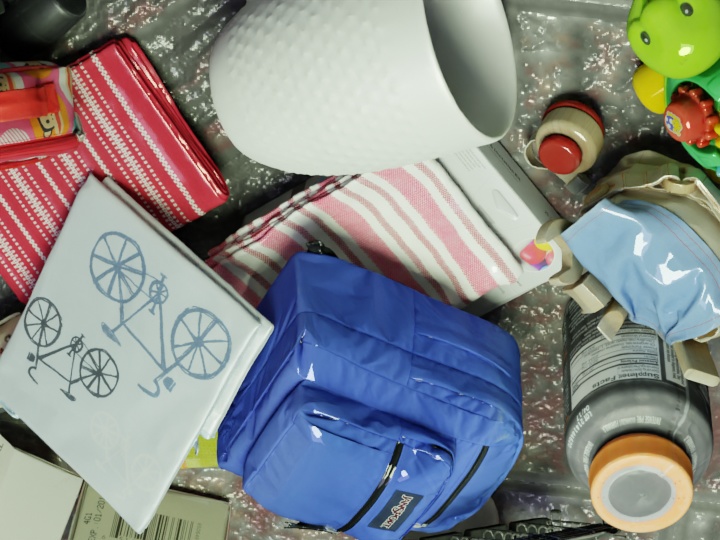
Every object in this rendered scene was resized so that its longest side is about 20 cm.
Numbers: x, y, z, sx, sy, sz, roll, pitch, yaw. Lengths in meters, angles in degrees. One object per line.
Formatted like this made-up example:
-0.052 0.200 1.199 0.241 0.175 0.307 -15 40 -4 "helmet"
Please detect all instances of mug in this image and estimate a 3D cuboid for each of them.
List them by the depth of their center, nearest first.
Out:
-0.011 -0.162 1.439 0.174 0.148 0.201 -13 94 25 "mug"

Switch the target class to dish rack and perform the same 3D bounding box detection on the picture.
0.101 0.210 1.566 0.152 0.200 0.055 -9 87 -16 "dish rack"

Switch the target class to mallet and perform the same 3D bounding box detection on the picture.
-0.281 -0.224 1.484 0.200 0.041 0.066 40 124 -15 "mallet"

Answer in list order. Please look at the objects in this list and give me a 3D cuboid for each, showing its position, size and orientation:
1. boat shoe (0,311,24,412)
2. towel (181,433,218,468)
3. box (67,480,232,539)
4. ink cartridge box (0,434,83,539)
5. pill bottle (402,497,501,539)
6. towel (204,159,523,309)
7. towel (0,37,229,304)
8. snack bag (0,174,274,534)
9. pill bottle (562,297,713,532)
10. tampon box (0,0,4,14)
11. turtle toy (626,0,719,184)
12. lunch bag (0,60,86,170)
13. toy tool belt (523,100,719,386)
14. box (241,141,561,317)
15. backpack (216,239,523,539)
-0.255 0.064 1.650 0.199 0.062 0.072 -25 85 36 "boat shoe"
-0.120 0.124 1.731 0.199 0.018 0.086 -4 127 10 "towel"
-0.188 0.283 1.795 0.127 0.109 0.201 12 130 -4 "box"
-0.313 0.217 1.714 0.125 0.129 0.200 24 150 -12 "ink cartridge box"
0.075 0.275 1.757 0.113 0.114 0.201 -8 125 13 "pill bottle"
0.000 0.000 1.564 0.199 0.030 0.146 -30 119 26 "towel"
-0.208 -0.070 1.580 0.199 0.023 0.145 -26 108 25 "towel"
-0.170 0.064 1.555 0.188 0.021 0.201 39 112 24 "snack bag"
0.197 0.096 1.550 0.105 0.200 0.107 2 126 3 "pill bottle"
-0.356 -0.187 1.381 0.149 0.200 0.127 -5 109 31 "tampon box"
0.252 -0.126 1.441 0.145 0.101 0.200 -35 116 28 "turtle toy"
-0.285 -0.102 1.456 0.175 0.200 0.082 -3 97 32 "lunch bag"
0.187 -0.018 1.491 0.200 0.123 0.125 39 138 -6 "toy tool belt"
0.034 -0.021 1.587 0.199 0.041 0.156 -29 119 27 "box"
0.013 0.109 1.533 0.199 0.169 0.163 18 135 -21 "backpack"
